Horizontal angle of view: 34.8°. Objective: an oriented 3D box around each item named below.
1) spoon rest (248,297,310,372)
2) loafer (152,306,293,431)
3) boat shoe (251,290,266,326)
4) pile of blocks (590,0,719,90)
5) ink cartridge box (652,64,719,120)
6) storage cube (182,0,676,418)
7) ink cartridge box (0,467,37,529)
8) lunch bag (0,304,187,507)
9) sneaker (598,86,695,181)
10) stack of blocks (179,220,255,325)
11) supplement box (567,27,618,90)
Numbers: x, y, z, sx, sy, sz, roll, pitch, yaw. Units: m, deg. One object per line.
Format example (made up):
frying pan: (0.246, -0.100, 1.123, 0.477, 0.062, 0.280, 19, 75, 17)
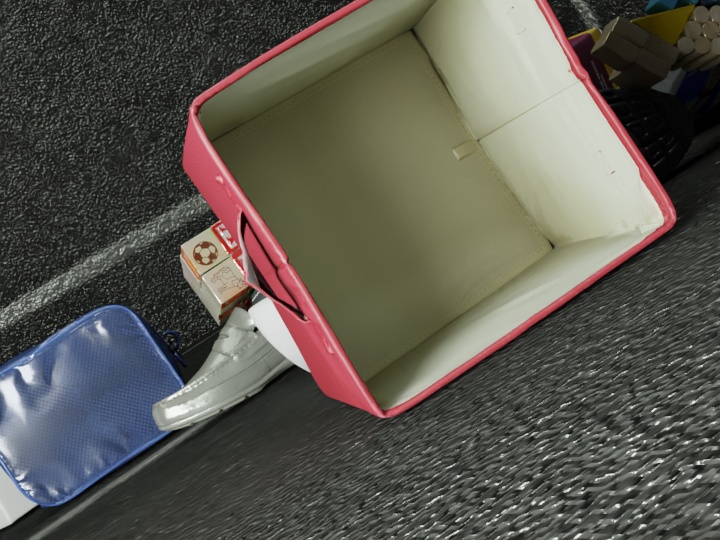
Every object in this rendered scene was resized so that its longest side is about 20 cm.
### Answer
spoon rest: (-0.010, 0.038, 0.828, 0.099, 0.061, 0.200, -29, -9, 21)
loafer: (-0.093, 0.064, 0.970, 0.200, 0.070, 0.070, -33, 3, -20)
boat shoe: (-0.027, -0.015, 0.865, 0.076, 0.060, 0.200, -18, -12, -46)
pile of blocks: (0.240, -0.167, 0.761, 0.200, 0.082, 0.062, -10, -3, -11)
ink cartridge box: (0.292, -0.203, 0.893, 0.198, 0.047, 0.200, -33, -27, -33)
storage cube: (0.020, -0.043, 0.612, 0.200, 0.171, 0.180, -33, 3, -10)
ink cartridge box: (-0.359, 0.217, 1.203, 0.117, 0.067, 0.200, -28, 4, 45)
lunch bag: (-0.255, 0.119, 1.087, 0.200, 0.136, 0.132, -32, 3, -13)
sneaker: (0.127, -0.058, 0.773, 0.200, 0.076, 0.091, -27, -6, 9)
stack of blocks: (-0.095, -0.008, 1.026, 0.115, 0.059, 0.200, -35, -5, -12)
supplement box: (0.118, -0.102, 0.931, 0.131, 0.103, 0.200, -14, 19, 41)
